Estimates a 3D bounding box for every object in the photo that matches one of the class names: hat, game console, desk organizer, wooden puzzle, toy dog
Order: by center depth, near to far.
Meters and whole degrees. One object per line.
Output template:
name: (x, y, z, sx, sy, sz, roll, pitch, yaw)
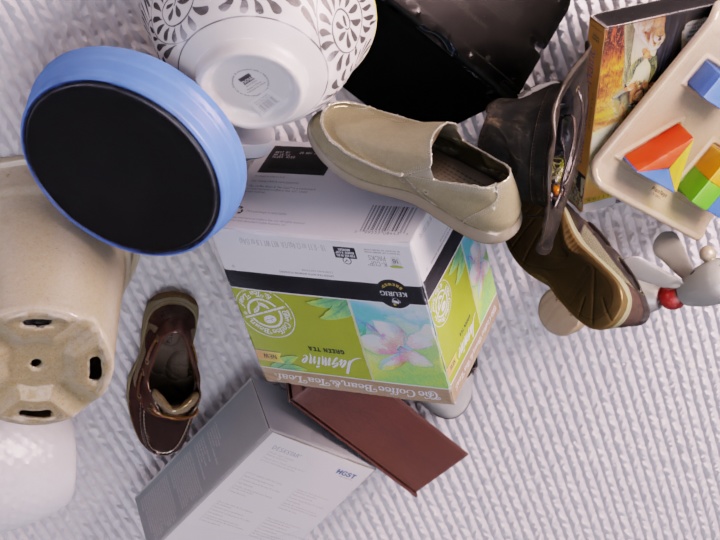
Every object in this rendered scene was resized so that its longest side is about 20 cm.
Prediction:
hat: (0.145, -0.112, 1.394, 0.081, 0.201, 0.201, 14, 127, 12)
game console: (0.055, -0.230, 1.431, 0.200, 0.116, 0.176, 34, 83, -32)
wooden puzzle: (0.331, -0.129, 1.508, 0.185, 0.046, 0.200, 22, 109, -41)
toy dog: (0.266, -0.003, 1.581, 0.200, 0.132, 0.097, -14, 96, 17)
desk organizer: (0.017, 0.141, 1.663, 0.077, 0.072, 0.200, -38, 123, 19)

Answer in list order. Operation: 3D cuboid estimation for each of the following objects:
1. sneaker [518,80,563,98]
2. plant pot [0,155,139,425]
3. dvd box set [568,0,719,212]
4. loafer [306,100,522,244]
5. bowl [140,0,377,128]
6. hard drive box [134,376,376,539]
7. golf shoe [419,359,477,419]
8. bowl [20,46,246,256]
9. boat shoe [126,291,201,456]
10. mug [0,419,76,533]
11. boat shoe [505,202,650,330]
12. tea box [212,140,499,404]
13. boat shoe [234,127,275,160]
sneaker: (0.141, -0.086, 1.514, 0.076, 0.088, 0.200, 34, 113, -31)
plant pot: (-0.290, 0.030, 1.446, 0.200, 0.184, 0.201, -6, 127, -8)
dvd box set: (0.270, -0.157, 1.505, 0.146, 0.029, 0.200, -14, 130, -21)
loafer: (0.049, -0.096, 1.345, 0.200, 0.076, 0.068, 26, 137, 12)
bowl: (-0.088, -0.180, 1.337, 0.200, 0.094, 0.201, 3, 141, 2)
hard drive box: (-0.109, 0.221, 1.683, 0.156, 0.077, 0.200, 26, 118, -40)
golf shoe: (0.080, 0.092, 1.633, 0.078, 0.095, 0.200, -15, 130, -2)
bowl: (-0.194, -0.094, 1.358, 0.200, 0.039, 0.201, 13, 135, 14)
boat shoe: (-0.191, 0.118, 1.604, 0.072, 0.072, 0.200, 3, 127, -14)
mug: (-0.369, 0.160, 1.567, 0.175, 0.148, 0.200, 1, 97, -23)
boat shoe: (0.199, -0.011, 1.522, 0.065, 0.200, 0.073, 18, 120, -42)
tea box: (0.000, 0.000, 1.470, 0.200, 0.134, 0.197, 5, 134, 26)
boat shoe: (-0.177, -0.110, 1.437, 0.200, 0.072, 0.068, 2, 127, -9)
